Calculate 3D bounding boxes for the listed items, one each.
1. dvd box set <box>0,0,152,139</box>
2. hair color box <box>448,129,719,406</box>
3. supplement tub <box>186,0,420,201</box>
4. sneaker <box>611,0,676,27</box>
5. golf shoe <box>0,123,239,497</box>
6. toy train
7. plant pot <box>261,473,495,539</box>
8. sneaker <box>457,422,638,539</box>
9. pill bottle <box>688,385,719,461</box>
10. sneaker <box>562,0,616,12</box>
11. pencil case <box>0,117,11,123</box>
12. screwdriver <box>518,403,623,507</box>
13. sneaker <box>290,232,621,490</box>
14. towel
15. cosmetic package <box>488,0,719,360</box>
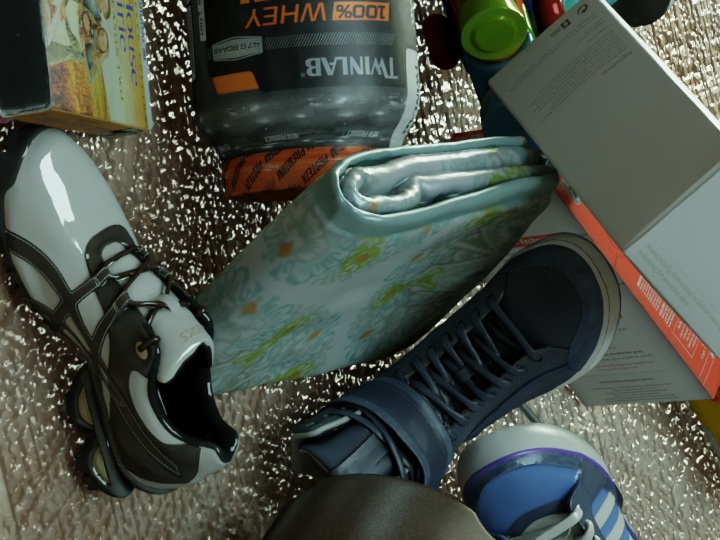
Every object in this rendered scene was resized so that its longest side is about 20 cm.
[{"bbox_3d":[-0.143,-0.141,1.420,0.200,0.029,0.147,6,78,-81],"label":"dvd box set"},{"bbox_3d":[0.135,-0.002,1.764,0.200,0.101,0.061,50,50,-35],"label":"hair color box"},{"bbox_3d":[-0.032,-0.140,1.559,0.122,0.122,0.201,-2,86,-51],"label":"supplement tub"},{"bbox_3d":[0.173,-0.260,1.883,0.086,0.080,0.201,-24,112,-62],"label":"sneaker"},{"bbox_3d":[-0.115,0.015,1.458,0.078,0.094,0.201,-36,111,-46],"label":"golf shoe"},{"bbox_3d":[0.065,-0.168,1.651,0.116,0.084,0.200,-101,172,-47],"label":"toy train"},{"bbox_3d":[-0.010,0.223,1.494,0.201,0.200,0.198,61,36,-25],"label":"plant pot"},{"bbox_3d":[0.132,0.188,1.698,0.200,0.080,0.147,49,18,-51],"label":"sneaker"},{"bbox_3d":[0.277,0.084,1.919,0.200,0.111,0.111,59,45,-27],"label":"pill bottle"},{"bbox_3d":[0.133,-0.224,1.803,0.121,0.083,0.200,42,62,-33],"label":"sneaker"},{"bbox_3d":[-0.211,-0.160,1.374,0.087,0.087,0.201,-7,91,-51],"label":"pencil case"},{"bbox_3d":[0.104,0.087,1.773,0.200,0.028,0.029,51,18,-33],"label":"screwdriver"},{"bbox_3d":[0.047,0.067,1.579,0.077,0.202,0.146,51,46,6],"label":"sneaker"},{"bbox_3d":[0.000,0.000,1.546,0.200,0.171,0.048,-9,59,-51],"label":"towel"},{"bbox_3d":[0.159,-0.054,1.568,0.108,0.085,0.200,46,8,-34],"label":"cosmetic package"}]
